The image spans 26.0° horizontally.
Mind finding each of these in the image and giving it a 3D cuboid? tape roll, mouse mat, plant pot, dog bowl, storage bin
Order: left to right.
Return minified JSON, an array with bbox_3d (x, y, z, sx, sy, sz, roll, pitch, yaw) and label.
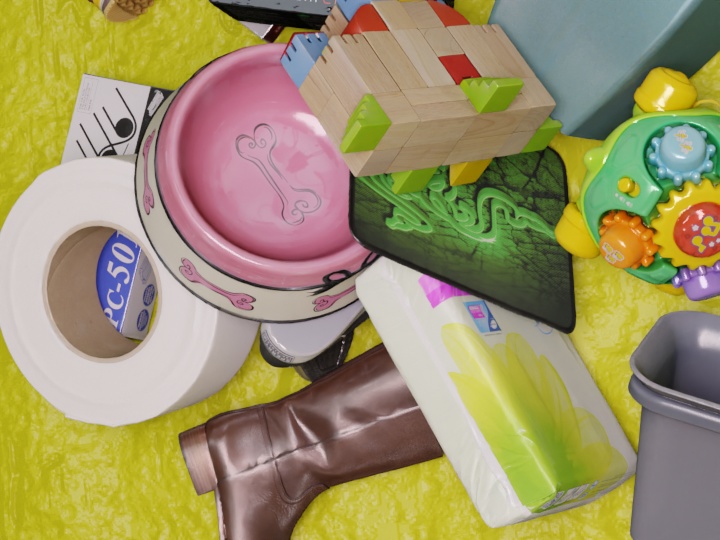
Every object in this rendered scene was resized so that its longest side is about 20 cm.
[{"bbox_3d":[-0.175,0.014,1.166,0.202,0.071,0.203,3,97,25],"label":"tape roll"},{"bbox_3d":[-0.054,-0.068,1.078,0.200,0.074,0.200,3,74,-10],"label":"dog bowl"},{"bbox_3d":[0.073,-0.052,1.073,0.008,0.200,0.161,-36,43,43],"label":"mouse mat"},{"bbox_3d":[0.187,-0.196,1.093,0.141,0.141,0.200,43,109,19],"label":"plant pot"},{"bbox_3d":[0.273,0.126,1.024,0.200,0.146,0.134,17,117,20],"label":"storage bin"}]

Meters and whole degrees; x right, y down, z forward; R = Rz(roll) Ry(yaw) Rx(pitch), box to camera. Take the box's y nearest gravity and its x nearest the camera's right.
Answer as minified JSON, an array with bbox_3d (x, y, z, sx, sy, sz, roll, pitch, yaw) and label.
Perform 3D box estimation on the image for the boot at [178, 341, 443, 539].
[{"bbox_3d":[-0.012,0.164,1.160,0.200,0.064,0.186,-22,97,2],"label":"boot"}]

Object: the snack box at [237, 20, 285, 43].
[{"bbox_3d":[-0.041,-0.281,1.241,0.072,0.024,0.200,39,96,17],"label":"snack box"}]

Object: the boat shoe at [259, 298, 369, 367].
[{"bbox_3d":[0.000,0.000,1.146,0.200,0.057,0.069,-38,86,-24],"label":"boat shoe"}]

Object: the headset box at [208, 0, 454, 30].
[{"bbox_3d":[-0.008,-0.282,1.171,0.174,0.093,0.200,9,91,9],"label":"headset box"}]

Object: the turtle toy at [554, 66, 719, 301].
[{"bbox_3d":[0.237,-0.037,1.054,0.200,0.101,0.146,22,112,-17],"label":"turtle toy"}]

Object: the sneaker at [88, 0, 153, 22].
[{"bbox_3d":[-0.164,-0.300,1.261,0.200,0.075,0.090,-46,77,8],"label":"sneaker"}]

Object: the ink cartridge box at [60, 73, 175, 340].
[{"bbox_3d":[-0.198,-0.052,1.258,0.094,0.044,0.200,13,88,22],"label":"ink cartridge box"}]

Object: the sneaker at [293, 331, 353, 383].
[{"bbox_3d":[-0.069,-0.005,1.207,0.089,0.077,0.200,-29,79,51],"label":"sneaker"}]

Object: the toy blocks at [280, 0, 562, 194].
[{"bbox_3d":[0.030,-0.136,1.028,0.137,0.200,0.100,57,135,23],"label":"toy blocks"}]

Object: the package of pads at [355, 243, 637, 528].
[{"bbox_3d":[0.098,0.075,1.080,0.068,0.154,0.200,-37,70,26],"label":"package of pads"}]
